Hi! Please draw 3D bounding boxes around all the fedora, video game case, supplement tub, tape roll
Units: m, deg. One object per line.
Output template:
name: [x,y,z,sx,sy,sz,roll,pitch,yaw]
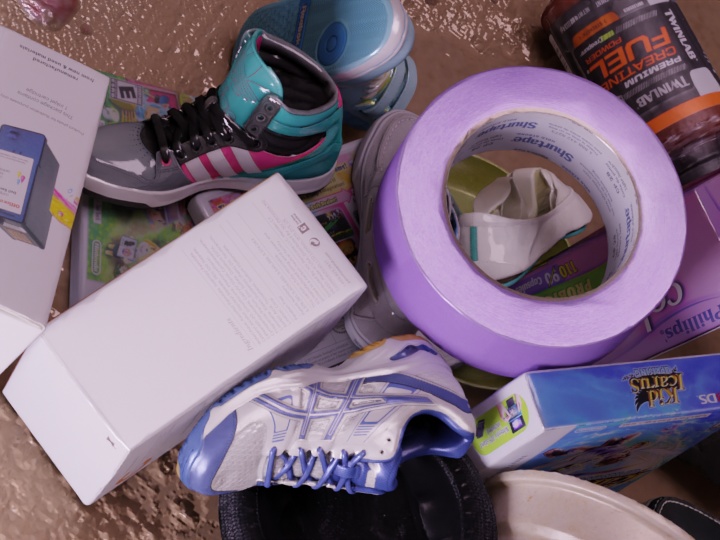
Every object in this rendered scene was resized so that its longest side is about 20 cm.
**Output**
fedora: [-0.006,0.183,1.531,0.200,0.092,0.201,5,47,-6]
video game case: [0.000,0.000,1.662,0.200,0.024,0.182,-21,76,-34]
video game case: [0.148,0.116,1.624,0.200,0.181,0.046,-3,68,-34]
video game case: [-0.115,-0.034,1.645,0.182,0.022,0.200,14,57,-26]
supplement tub: [0.234,-0.145,1.881,0.107,0.107,0.200,-18,74,-39]
tape roll: [0.112,-0.033,1.552,0.200,0.066,0.200,5,67,-12]

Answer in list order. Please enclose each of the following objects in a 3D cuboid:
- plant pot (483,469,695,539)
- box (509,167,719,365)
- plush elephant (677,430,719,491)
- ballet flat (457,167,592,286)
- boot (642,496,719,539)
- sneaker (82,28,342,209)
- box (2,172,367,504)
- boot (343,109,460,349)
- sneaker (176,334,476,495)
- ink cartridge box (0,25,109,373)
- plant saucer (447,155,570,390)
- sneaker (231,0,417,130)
plant pot: [0.126,0.264,1.534,0.200,0.200,0.184,37,60,-10]
box: [0.234,-0.006,1.718,0.200,0.176,0.097,-28,90,-55]
plush elephant: [0.318,0.093,1.766,0.200,0.165,0.155,48,47,-13]
ballet flat: [0.118,-0.041,1.690,0.069,0.069,0.200,51,28,2]
boot: [0.316,0.207,1.697,0.203,0.154,0.074,36,50,-11]
sneaker: [-0.097,-0.106,1.586,0.200,0.121,0.084,-5,50,-25]
box: [-0.114,0.045,1.505,0.200,0.124,0.098,-35,83,-28]
boot: [0.040,-0.042,1.630,0.073,0.096,0.200,16,58,-19]
sneaker: [-0.017,0.106,1.484,0.200,0.075,0.088,-20,55,-24]
ink cartridge box: [-0.243,-0.029,1.478,0.087,0.145,0.200,26,52,-20]
plant saucer: [0.075,0.003,1.742,0.200,0.031,0.200,15,57,-25]
sneaker: [0.009,-0.153,1.690,0.130,0.200,0.080,20,81,-32]
